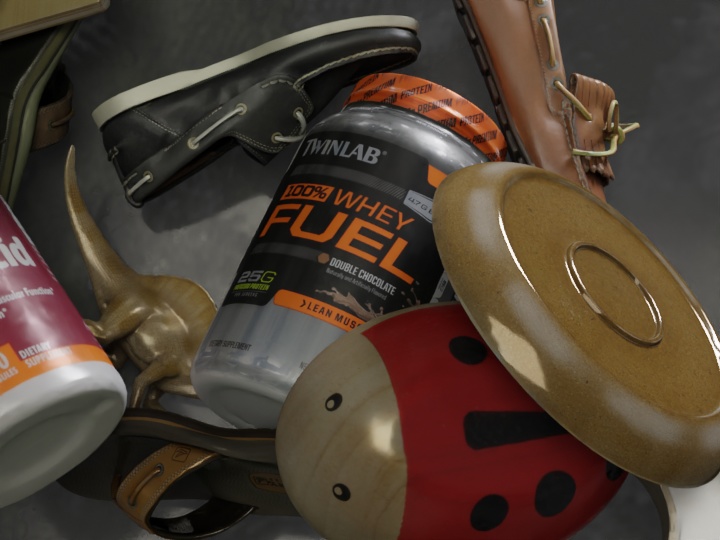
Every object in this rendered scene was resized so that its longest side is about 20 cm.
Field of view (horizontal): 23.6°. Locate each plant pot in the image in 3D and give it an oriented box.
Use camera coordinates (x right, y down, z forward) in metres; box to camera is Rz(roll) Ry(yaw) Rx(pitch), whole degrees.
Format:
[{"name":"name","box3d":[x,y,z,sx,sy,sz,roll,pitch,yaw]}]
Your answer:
[{"name":"plant pot","box3d":[0.119,0.018,0.854,0.027,0.200,0.200,-44,72,29]}]

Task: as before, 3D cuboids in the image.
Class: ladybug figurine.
[{"name":"ladybug figurine","box3d":[0.059,0.079,0.845,0.200,0.072,0.136,-7,83,-24]}]

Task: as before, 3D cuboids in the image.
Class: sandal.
[{"name":"sandal","box3d":[-0.088,0.119,0.927,0.200,0.082,0.055,5,55,24]},{"name":"sandal","box3d":[-0.209,-0.088,1.030,0.080,0.057,0.201,3,68,34]}]

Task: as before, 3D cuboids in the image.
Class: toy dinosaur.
[{"name":"toy dinosaur","box3d":[-0.136,0.033,1.002,0.101,0.058,0.200,-39,82,-20]}]

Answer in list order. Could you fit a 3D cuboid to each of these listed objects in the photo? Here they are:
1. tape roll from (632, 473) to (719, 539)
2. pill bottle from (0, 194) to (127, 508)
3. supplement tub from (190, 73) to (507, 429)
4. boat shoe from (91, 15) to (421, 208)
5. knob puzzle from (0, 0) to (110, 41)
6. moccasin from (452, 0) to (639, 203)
[{"name":"tape roll","box3d":[0.116,0.141,0.929,0.202,0.071,0.203,-2,75,6]},{"name":"pill bottle","box3d":[-0.219,0.017,0.903,0.114,0.114,0.200,-36,71,-4]},{"name":"supplement tub","box3d":[0.000,0.000,0.943,0.122,0.123,0.200,20,69,11]},{"name":"boat shoe","box3d":[-0.054,-0.096,1.012,0.200,0.072,0.068,-20,81,5]},{"name":"knob puzzle","box3d":[-0.228,-0.213,1.066,0.219,0.030,0.220,-11,58,18]},{"name":"moccasin","box3d":[0.118,-0.092,0.989,0.078,0.074,0.202,-20,73,4]}]
